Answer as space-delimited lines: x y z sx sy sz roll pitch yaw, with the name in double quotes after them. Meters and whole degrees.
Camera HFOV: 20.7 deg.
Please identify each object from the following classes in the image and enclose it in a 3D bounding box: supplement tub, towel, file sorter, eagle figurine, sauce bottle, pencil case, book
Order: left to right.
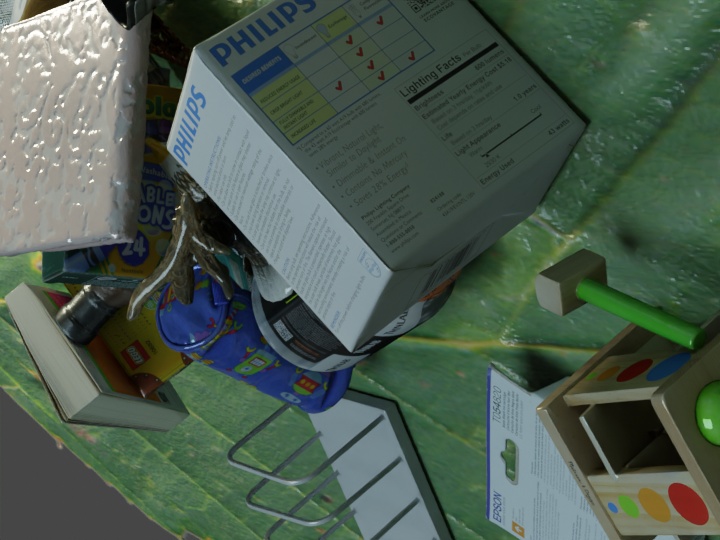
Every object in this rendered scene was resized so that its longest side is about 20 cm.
-0.232 -0.114 1.577 0.190 0.032 0.202 -8 77 47 "towel"
-0.244 0.081 1.851 0.134 0.048 0.200 58 -167 18 "book"
-0.193 -0.018 1.752 0.065 0.200 0.065 43 -167 -12 "sauce bottle"
-0.106 -0.066 1.554 0.150 0.200 0.152 -13 113 26 "eagle figurine"
-0.082 0.059 1.677 0.086 0.199 0.079 -30 54 26 "pencil case"
-0.017 0.225 1.820 0.138 0.124 0.201 10 130 51 "file sorter"
0.000 0.000 1.544 0.123 0.122 0.200 54 153 -1 "supplement tub"

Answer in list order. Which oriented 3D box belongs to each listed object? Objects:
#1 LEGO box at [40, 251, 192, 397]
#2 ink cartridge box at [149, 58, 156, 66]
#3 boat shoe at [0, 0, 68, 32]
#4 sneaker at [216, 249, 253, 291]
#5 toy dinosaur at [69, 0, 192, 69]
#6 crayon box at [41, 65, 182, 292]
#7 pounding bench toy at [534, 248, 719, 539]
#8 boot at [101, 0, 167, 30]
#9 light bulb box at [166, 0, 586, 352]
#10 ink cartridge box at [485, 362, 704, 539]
-0.219 0.007 1.865 0.201 0.077 0.149 54 -173 -1 "LEGO box"
-0.284 -0.140 1.795 0.083 0.145 0.200 53 152 -3 "ink cartridge box"
-0.314 -0.245 1.813 0.070 0.071 0.200 57 148 7 "boat shoe"
-0.151 -0.019 1.799 0.200 0.079 0.078 43 150 21 "sneaker"
-0.205 -0.240 1.655 0.198 0.103 0.136 22 158 17 "toy dinosaur"
-0.202 -0.088 1.660 0.051 0.125 0.202 -20 69 55 "crayon box"
0.210 0.073 1.302 0.201 0.124 0.156 59 151 -10 "pounding bench toy"
-0.127 -0.258 1.441 0.068 0.130 0.201 45 151 15 "boot"
0.008 -0.092 1.349 0.200 0.198 0.125 48 150 12 "light bulb box"
0.183 0.179 1.551 0.199 0.040 0.201 36 147 31 "ink cartridge box"
